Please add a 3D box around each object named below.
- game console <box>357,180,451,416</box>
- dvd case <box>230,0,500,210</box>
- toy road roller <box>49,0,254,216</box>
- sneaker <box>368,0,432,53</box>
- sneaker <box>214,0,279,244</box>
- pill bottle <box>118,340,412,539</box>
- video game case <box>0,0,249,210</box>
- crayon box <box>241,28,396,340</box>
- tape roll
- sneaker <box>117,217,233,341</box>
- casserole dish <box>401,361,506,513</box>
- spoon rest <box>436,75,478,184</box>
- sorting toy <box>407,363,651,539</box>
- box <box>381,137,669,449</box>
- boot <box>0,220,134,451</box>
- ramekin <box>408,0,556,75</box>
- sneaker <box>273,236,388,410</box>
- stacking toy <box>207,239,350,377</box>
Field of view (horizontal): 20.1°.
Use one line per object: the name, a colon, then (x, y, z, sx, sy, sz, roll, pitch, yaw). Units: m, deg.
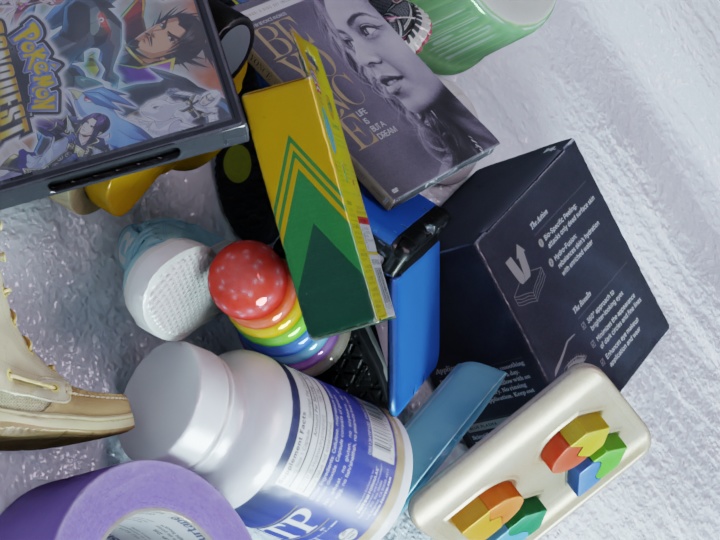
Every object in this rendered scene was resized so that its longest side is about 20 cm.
game console: (0.000, 0.000, 1.542, 0.170, 0.119, 0.200, 33, 13, 5)
dvd case: (-0.001, -0.144, 1.555, 0.200, 0.016, 0.149, 47, 41, 12)
toy road roller: (-0.162, -0.112, 1.434, 0.200, 0.123, 0.146, -51, 157, -22)
sneaker: (0.003, -0.184, 1.662, 0.075, 0.081, 0.200, 48, 27, -16)
sneaker: (-0.074, -0.118, 1.583, 0.078, 0.066, 0.201, 3, 74, -52)
pill bottle: (-0.070, 0.125, 1.456, 0.200, 0.119, 0.120, 27, 57, -38)
video game case: (-0.185, -0.146, 1.354, 0.026, 0.180, 0.201, 84, -11, -59)
crayon box: (-0.031, -0.056, 1.375, 0.127, 0.051, 0.201, 3, 71, -84)
tape roll: (-0.157, 0.231, 1.346, 0.200, 0.085, 0.201, 20, 62, -43)
sneaker: (-0.143, 0.001, 1.420, 0.200, 0.082, 0.074, 3, 109, -79)
casserole dish: (0.047, 0.141, 1.600, 0.039, 0.121, 0.200, 36, 43, 7)
spoon rest: (0.049, -0.114, 1.742, 0.200, 0.060, 0.100, -26, 98, -63)
sorting toy: (0.142, 0.165, 1.607, 0.037, 0.185, 0.200, 53, 4, 29)
box: (0.142, 0.026, 1.738, 0.197, 0.117, 0.200, -44, 111, -47)
boot: (-0.236, 0.038, 1.337, 0.200, 0.073, 0.156, 7, 70, -43)
ramekin: (0.089, -0.283, 1.804, 0.200, 0.097, 0.201, 20, 62, -44)
sneaker: (-0.009, 0.048, 1.592, 0.083, 0.071, 0.201, -35, 112, -67)
stacking toy: (-0.065, 0.024, 1.441, 0.200, 0.085, 0.086, 44, 37, -75)
